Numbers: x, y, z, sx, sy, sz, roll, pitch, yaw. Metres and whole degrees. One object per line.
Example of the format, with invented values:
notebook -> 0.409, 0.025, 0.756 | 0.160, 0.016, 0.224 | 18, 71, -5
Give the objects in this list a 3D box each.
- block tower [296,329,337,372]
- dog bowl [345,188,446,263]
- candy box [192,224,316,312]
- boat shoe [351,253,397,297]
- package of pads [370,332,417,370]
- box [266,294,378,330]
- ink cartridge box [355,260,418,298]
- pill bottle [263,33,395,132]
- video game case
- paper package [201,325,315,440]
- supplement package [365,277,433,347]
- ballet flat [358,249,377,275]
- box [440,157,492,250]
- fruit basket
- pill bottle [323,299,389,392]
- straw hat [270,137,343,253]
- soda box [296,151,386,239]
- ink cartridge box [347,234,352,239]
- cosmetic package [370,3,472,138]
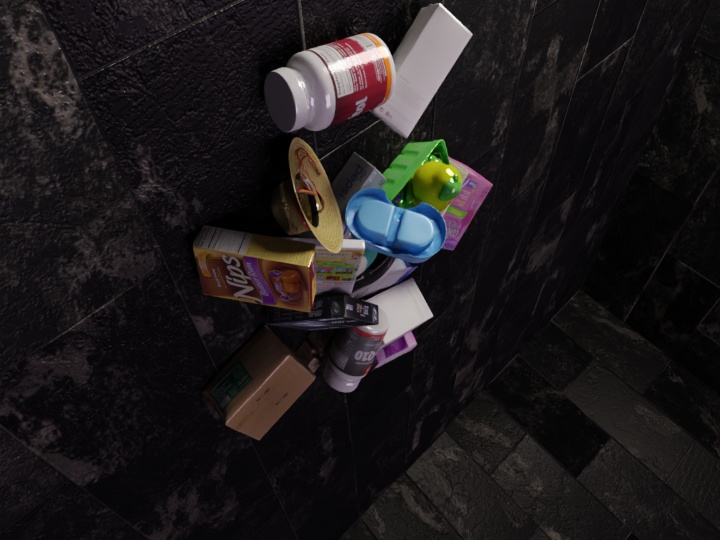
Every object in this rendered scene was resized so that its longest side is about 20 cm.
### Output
block tower -> -0.112, 0.196, 1.410 | 0.202, 0.054, 0.058 | -51, 151, 0
dog bowl -> 0.064, -0.080, 1.073 | 0.050, 0.193, 0.115 | 103, 4, -67
candy box -> -0.172, -0.001, 0.948 | 0.119, 0.192, 0.058 | 94, 7, -48
boat shoe -> 0.000, 0.000, 1.271 | 0.197, 0.075, 0.060 | -33, 121, 32
package of pads -> 0.068, 0.194, 1.597 | 0.197, 0.124, 0.075 | -15, 165, -49
box -> -0.078, 0.093, 1.212 | 0.159, 0.193, 0.045 | 21, 65, -61
ink cartridge box -> 0.048, 0.017, 1.416 | 0.196, 0.043, 0.119 | -9, 153, -49
pill bottle -> -0.047, -0.286, 0.874 | 0.197, 0.113, 0.115 | -30, 147, -32
video game case -> -0.100, -0.001, 1.078 | 0.192, 0.024, 0.184 | 1, 147, -11
paper package -> -0.221, 0.253, 1.265 | 0.200, 0.103, 0.192 | -45, 150, -8
supplement package -> 0.072, 0.124, 1.493 | 0.197, 0.122, 0.121 | -23, 169, -41
ballet flat -> -0.045, 0.000, 1.185 | 0.194, 0.071, 0.069 | -20, 123, -5
box -> 0.218, -0.167, 1.427 | 0.174, 0.096, 0.204 | 4, 121, -57
fruit basket -> 0.136, -0.163, 1.169 | 0.215, 0.214, 0.157 | -42, 138, -13
pill bottle -> -0.014, 0.185, 1.365 | 0.112, 0.113, 0.205 | -13, 134, -48
straw hat -> -0.107, -0.114, 0.975 | 0.083, 0.208, 0.200 | -19, 158, 17
soda box -> -0.038, -0.126, 1.124 | 0.202, 0.068, 0.063 | -54, 151, 6
ink cartridge box -> 0.035, -0.116, 1.271 | 0.198, 0.045, 0.179 | 7, 119, -59
cosmetic package -> 0.095, -0.349, 0.994 | 0.083, 0.108, 0.203 | 31, 103, -19
